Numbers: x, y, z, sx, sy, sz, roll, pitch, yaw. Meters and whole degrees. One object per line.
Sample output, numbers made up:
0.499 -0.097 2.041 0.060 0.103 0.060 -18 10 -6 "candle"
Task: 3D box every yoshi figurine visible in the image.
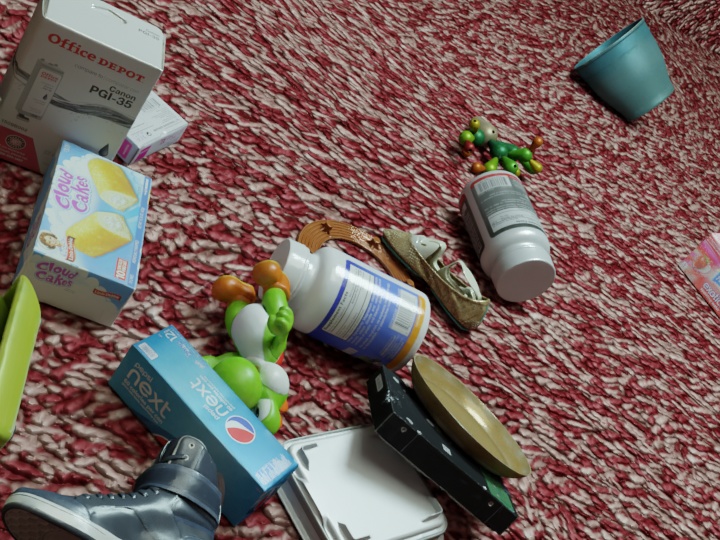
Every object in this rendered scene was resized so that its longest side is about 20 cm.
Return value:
-0.126 0.084 1.172 0.111 0.113 0.201 4 55 -14 "yoshi figurine"

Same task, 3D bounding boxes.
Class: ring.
0.000 0.000 1.480 0.200 0.019 0.201 27 35 -21 "ring"

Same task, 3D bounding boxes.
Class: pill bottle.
-0.022 0.039 1.323 0.199 0.112 0.112 26 35 -19 "pill bottle"
0.234 -0.054 1.694 0.113 0.114 0.201 17 39 -31 "pill bottle"

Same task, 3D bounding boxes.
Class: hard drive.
0.091 0.207 1.239 0.200 0.038 0.140 41 11 -15 "hard drive"

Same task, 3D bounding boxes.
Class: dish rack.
0.004 0.241 1.168 0.199 0.044 0.172 -3 52 -46 "dish rack"

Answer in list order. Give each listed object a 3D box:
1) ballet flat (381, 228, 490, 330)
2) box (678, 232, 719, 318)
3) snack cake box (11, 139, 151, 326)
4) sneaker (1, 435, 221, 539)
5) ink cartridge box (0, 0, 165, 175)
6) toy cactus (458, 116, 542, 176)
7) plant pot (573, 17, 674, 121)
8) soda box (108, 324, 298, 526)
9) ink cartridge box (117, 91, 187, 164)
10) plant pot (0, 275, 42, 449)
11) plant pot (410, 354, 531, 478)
0.116 -0.003 1.554 0.200 0.065 0.070 47 22 10 "ballet flat"
0.747 0.031 2.119 0.094 0.103 0.201 0 50 -45 "box"
-0.305 -0.044 1.181 0.114 0.067 0.201 24 35 -24 "snack cake box"
-0.212 0.202 0.951 0.202 0.077 0.147 34 43 -27 "sneaker"
-0.332 -0.207 1.227 0.146 0.200 0.083 21 36 -26 "ink cartridge box"
0.248 -0.239 1.969 0.199 0.103 0.165 6 35 -29 "toy cactus"
0.650 -0.472 2.569 0.188 0.200 0.200 53 32 -7 "plant pot"
-0.161 0.156 1.081 0.200 0.068 0.064 46 34 10 "soda box"
-0.336 -0.232 1.404 0.200 0.042 0.119 44 33 2 "ink cartridge box"
-0.376 0.083 0.844 0.181 0.199 0.201 30 32 -27 "plant pot"
0.129 0.184 1.307 0.200 0.027 0.200 43 10 -10 "plant pot"
